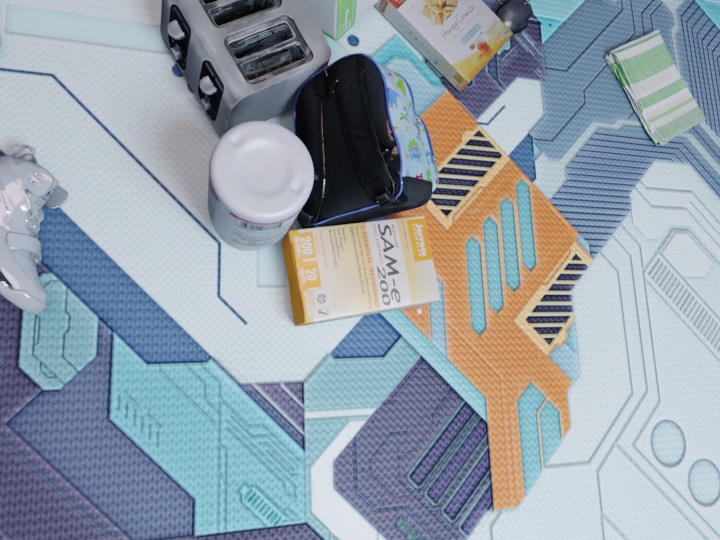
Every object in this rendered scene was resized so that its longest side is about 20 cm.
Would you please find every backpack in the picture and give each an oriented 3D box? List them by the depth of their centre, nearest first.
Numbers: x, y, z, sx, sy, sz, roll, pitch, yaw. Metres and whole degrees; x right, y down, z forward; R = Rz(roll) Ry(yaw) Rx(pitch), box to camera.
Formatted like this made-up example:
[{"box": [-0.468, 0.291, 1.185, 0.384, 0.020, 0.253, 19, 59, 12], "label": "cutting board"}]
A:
[{"box": [0.003, -0.170, 0.726, 0.147, 0.182, 0.202, -7, 85, -54], "label": "backpack"}]

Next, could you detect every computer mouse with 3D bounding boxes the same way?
[{"box": [0.305, -0.485, 0.956, 0.059, 0.034, 0.200, 44, 68, -3], "label": "computer mouse"}]

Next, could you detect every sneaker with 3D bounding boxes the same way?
[{"box": [-0.399, -0.054, 0.635, 0.115, 0.075, 0.201, -32, 87, -17], "label": "sneaker"}]

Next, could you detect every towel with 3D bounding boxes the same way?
[{"box": [0.565, -0.349, 1.020, 0.152, 0.023, 0.201, -29, 89, -21], "label": "towel"}]

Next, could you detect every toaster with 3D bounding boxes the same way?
[{"box": [-0.149, -0.306, 0.739, 0.199, 0.119, 0.182, -30, 90, -20], "label": "toaster"}]

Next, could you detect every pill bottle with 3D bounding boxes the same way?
[{"box": [-0.130, -0.091, 0.660, 0.112, 0.200, 0.114, 3, 79, -17], "label": "pill bottle"}]

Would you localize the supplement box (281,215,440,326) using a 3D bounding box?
[{"box": [0.000, 0.000, 0.751, 0.199, 0.073, 0.127, -9, 83, -19], "label": "supplement box"}]

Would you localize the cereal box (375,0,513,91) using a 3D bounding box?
[{"box": [0.141, -0.417, 0.891, 0.200, 0.040, 0.144, 43, 70, -6], "label": "cereal box"}]

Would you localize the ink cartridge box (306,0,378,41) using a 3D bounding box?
[{"box": [-0.028, -0.469, 0.807, 0.145, 0.084, 0.200, 37, 71, 10], "label": "ink cartridge box"}]
